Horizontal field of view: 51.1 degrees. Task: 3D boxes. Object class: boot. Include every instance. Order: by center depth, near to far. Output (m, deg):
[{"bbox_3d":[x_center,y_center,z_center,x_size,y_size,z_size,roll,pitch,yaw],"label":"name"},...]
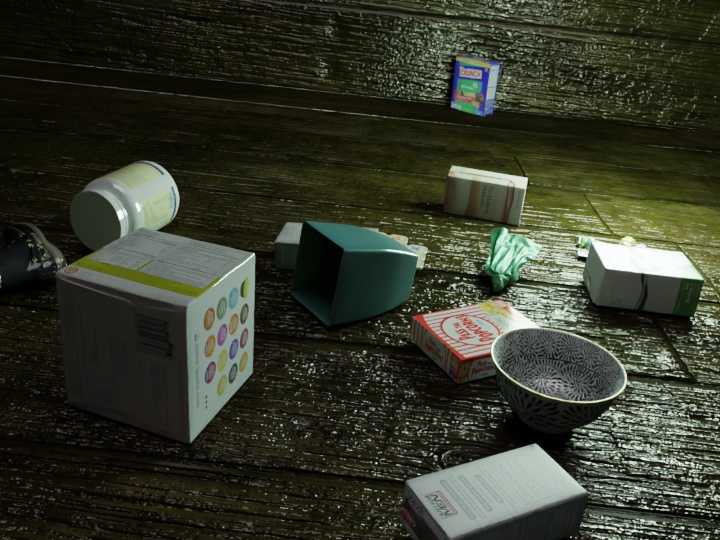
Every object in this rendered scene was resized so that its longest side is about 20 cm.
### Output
[{"bbox_3d":[-0.637,-0.025,1.344,0.201,0.075,0.152,29,28,34],"label":"boot"}]

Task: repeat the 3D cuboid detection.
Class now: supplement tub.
[{"bbox_3d":[-0.477,-0.130,1.530,0.142,0.148,0.200,13,25,16],"label":"supplement tub"}]

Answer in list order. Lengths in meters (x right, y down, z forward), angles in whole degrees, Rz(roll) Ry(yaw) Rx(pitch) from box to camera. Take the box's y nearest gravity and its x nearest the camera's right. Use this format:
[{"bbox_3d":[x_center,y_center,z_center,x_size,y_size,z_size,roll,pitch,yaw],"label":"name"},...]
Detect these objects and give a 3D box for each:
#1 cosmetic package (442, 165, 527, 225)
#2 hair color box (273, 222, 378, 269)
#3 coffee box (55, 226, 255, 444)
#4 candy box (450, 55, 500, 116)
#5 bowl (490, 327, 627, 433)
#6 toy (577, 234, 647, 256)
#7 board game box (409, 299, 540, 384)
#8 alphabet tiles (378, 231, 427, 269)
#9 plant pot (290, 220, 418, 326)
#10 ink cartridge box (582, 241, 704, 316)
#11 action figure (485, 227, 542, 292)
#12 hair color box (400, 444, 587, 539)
[{"bbox_3d":[0.312,-0.189,1.888,0.195,0.106,0.088,9,26,12],"label":"cosmetic package"},{"bbox_3d":[-0.067,-0.045,1.517,0.195,0.062,0.100,4,29,10],"label":"hair color box"},{"bbox_3d":[-0.276,0.080,1.055,0.195,0.204,0.198,12,24,15],"label":"coffee box"},{"bbox_3d":[0.448,-0.726,2.956,0.167,0.205,0.076,26,31,38],"label":"candy box"},{"bbox_3d":[0.281,0.174,1.105,0.195,0.096,0.202,4,24,-2],"label":"bowl"},{"bbox_3d":[0.599,-0.049,1.716,0.195,0.048,0.115,12,27,14],"label":"toy"},{"bbox_3d":[0.204,0.116,1.272,0.196,0.047,0.151,-9,28,-28],"label":"board game box"},{"bbox_3d":[0.044,-0.038,1.608,0.191,0.015,0.201,10,25,7],"label":"alphabet tiles"},{"bbox_3d":[0.000,0.000,1.373,0.196,0.145,0.141,-3,24,-36],"label":"plant pot"},{"bbox_3d":[0.565,0.016,1.524,0.195,0.086,0.147,7,24,1],"label":"ink cartridge box"},{"bbox_3d":[0.304,-0.015,1.569,0.116,0.056,0.200,15,33,16],"label":"action figure"},{"bbox_3d":[0.156,0.277,0.880,0.196,0.062,0.099,-7,27,-27],"label":"hair color box"}]
